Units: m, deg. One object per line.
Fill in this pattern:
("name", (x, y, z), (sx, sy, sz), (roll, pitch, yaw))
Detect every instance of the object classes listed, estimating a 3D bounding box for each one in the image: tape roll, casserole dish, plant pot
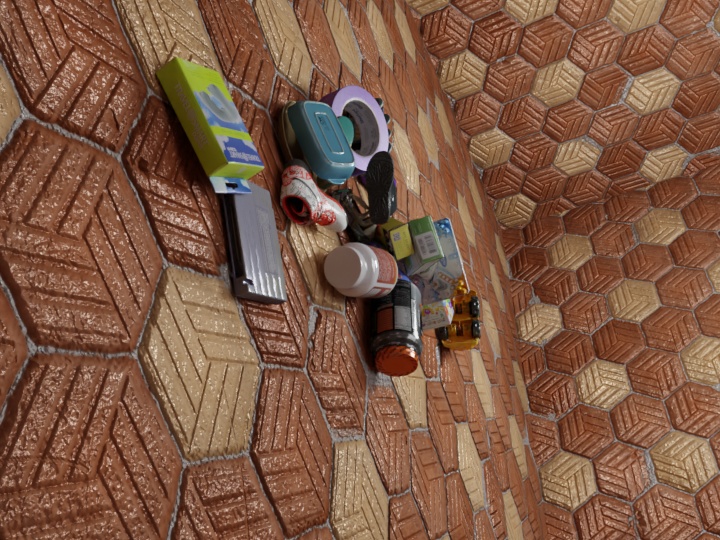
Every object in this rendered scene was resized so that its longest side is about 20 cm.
("tape roll", (-0.020, -0.328, 1.567), (0.198, 0.065, 0.204), (12, 74, -46))
("casserole dish", (-0.073, -0.270, 1.350), (0.120, 0.039, 0.202), (-8, 69, -48))
("plant pot", (-0.123, -0.254, 1.395), (0.200, 0.027, 0.203), (-16, 91, -71))

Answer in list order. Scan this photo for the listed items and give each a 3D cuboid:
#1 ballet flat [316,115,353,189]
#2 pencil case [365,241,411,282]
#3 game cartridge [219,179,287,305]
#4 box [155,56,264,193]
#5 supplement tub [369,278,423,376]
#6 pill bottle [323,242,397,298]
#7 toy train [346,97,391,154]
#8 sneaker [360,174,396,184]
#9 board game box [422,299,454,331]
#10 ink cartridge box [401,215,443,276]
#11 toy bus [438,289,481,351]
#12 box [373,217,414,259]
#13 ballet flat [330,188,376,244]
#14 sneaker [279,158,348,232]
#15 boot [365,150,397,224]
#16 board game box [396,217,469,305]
("ballet flat", (-0.062, -0.255, 1.429), (0.068, 0.063, 0.202), (33, 45, -24))
("pencil case", (0.056, 0.010, 1.602), (0.079, 0.086, 0.200), (-60, 143, -13))
("game cartridge", (-0.175, -0.049, 1.088), (0.129, 0.038, 0.203), (30, 47, -68))
("box", (-0.222, -0.217, 1.017), (0.202, 0.047, 0.122), (63, 19, 4))
("supplement tub", (0.082, 0.130, 1.513), (0.123, 0.121, 0.202), (54, 29, -43))
("pill bottle", (0.000, 0.000, 1.407), (0.200, 0.111, 0.114), (11, 65, -68))
("toy train", (0.019, -0.366, 1.736), (0.085, 0.112, 0.203), (54, 29, -50))
("sneaker", (0.060, -0.225, 1.806), (0.200, 0.069, 0.101), (-6, 83, -70))
("board game box", (0.181, 0.054, 1.867), (0.103, 0.103, 0.203), (-49, 122, -67))
("ink cartridge box", (0.133, -0.051, 1.612), (0.200, 0.058, 0.105), (131, -58, -74))
("toy bus", (0.321, 0.192, 2.137), (0.193, 0.133, 0.202), (75, 14, -49))
("box", (0.067, -0.086, 1.601), (0.200, 0.049, 0.076), (-139, -149, -68))
("ballet flat", (0.000, -0.117, 1.562), (0.201, 0.071, 0.073), (55, 27, -42))
("sneaker", (-0.093, -0.114, 1.313), (0.202, 0.066, 0.109), (51, 30, -40))
("boot", (0.059, -0.204, 1.568), (0.200, 0.064, 0.168), (-49, 146, -72))
("board game box", (0.163, -0.013, 1.727), (0.026, 0.197, 0.203), (-13, 87, -66))
